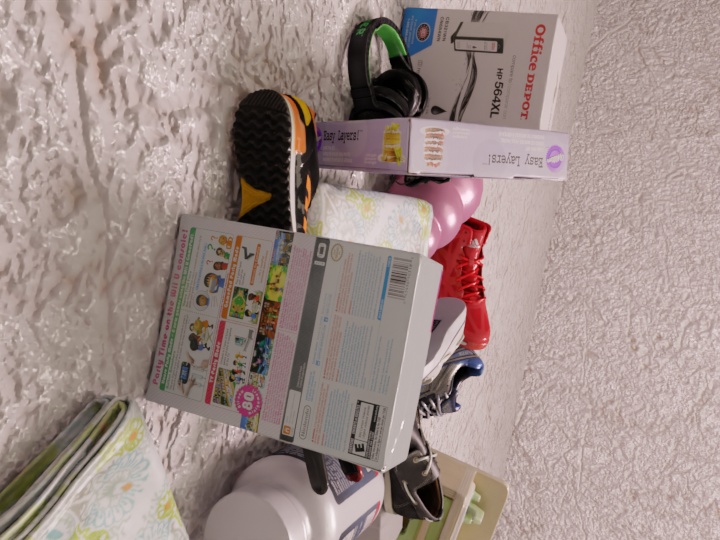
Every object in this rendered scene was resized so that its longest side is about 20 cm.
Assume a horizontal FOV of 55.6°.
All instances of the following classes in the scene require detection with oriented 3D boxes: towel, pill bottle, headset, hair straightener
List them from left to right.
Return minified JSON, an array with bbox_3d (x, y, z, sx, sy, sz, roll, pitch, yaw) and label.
[{"bbox_3d":[-0.186,0.205,0.455,0.171,0.048,0.201,-53,146,-48],"label":"towel"},{"bbox_3d":[-0.063,0.105,0.620,0.076,0.041,0.202,-14,83,-28],"label":"hair straightener"},{"bbox_3d":[-0.062,0.236,0.681,0.200,0.119,0.121,2,98,-68],"label":"pill bottle"},{"bbox_3d":[0.000,0.000,0.742,0.199,0.048,0.173,2,95,-47],"label":"towel"},{"bbox_3d":[0.047,-0.190,0.794,0.124,0.093,0.201,-53,135,-47],"label":"headset"}]

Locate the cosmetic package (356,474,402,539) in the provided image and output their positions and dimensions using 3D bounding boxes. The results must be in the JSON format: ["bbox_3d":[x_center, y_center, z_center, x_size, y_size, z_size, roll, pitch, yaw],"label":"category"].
[{"bbox_3d":[-0.004,0.258,0.855,0.090,0.106,0.202,-43,140,-54],"label":"cosmetic package"}]

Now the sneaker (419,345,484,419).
[{"bbox_3d":[0.093,0.170,0.945,0.200,0.085,0.077,-42,148,-15],"label":"sneaker"}]

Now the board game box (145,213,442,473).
[{"bbox_3d":[-0.052,0.047,0.510,0.064,0.198,0.149,14,88,-68],"label":"board game box"}]

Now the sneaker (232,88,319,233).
[{"bbox_3d":[-0.066,-0.053,0.605,0.090,0.069,0.202,-17,113,-62],"label":"sneaker"}]

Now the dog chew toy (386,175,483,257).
[{"bbox_3d":[0.086,-0.084,0.902,0.201,0.124,0.125,-57,149,-39],"label":"dog chew toy"}]

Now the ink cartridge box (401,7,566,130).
[{"bbox_3d":[0.151,-0.252,0.881,0.084,0.198,0.148,-4,103,-68],"label":"ink cartridge box"}]

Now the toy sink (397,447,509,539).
[{"bbox_3d":[0.099,0.344,0.987,0.131,0.199,0.112,-71,166,11],"label":"toy sink"}]

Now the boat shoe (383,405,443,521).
[{"bbox_3d":[0.061,0.206,0.770,0.072,0.067,0.202,-43,136,-43],"label":"boat shoe"}]

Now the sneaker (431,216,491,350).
[{"bbox_3d":[0.147,0.004,0.967,0.116,0.078,0.201,-62,-140,48],"label":"sneaker"}]

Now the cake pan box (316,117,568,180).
[{"bbox_3d":[0.074,-0.117,0.672,0.198,0.184,0.053,-2,102,-30],"label":"cake pan box"}]

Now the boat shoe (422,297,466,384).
[{"bbox_3d":[0.078,0.109,0.852,0.200,0.070,0.070,-42,132,-49],"label":"boat shoe"}]
